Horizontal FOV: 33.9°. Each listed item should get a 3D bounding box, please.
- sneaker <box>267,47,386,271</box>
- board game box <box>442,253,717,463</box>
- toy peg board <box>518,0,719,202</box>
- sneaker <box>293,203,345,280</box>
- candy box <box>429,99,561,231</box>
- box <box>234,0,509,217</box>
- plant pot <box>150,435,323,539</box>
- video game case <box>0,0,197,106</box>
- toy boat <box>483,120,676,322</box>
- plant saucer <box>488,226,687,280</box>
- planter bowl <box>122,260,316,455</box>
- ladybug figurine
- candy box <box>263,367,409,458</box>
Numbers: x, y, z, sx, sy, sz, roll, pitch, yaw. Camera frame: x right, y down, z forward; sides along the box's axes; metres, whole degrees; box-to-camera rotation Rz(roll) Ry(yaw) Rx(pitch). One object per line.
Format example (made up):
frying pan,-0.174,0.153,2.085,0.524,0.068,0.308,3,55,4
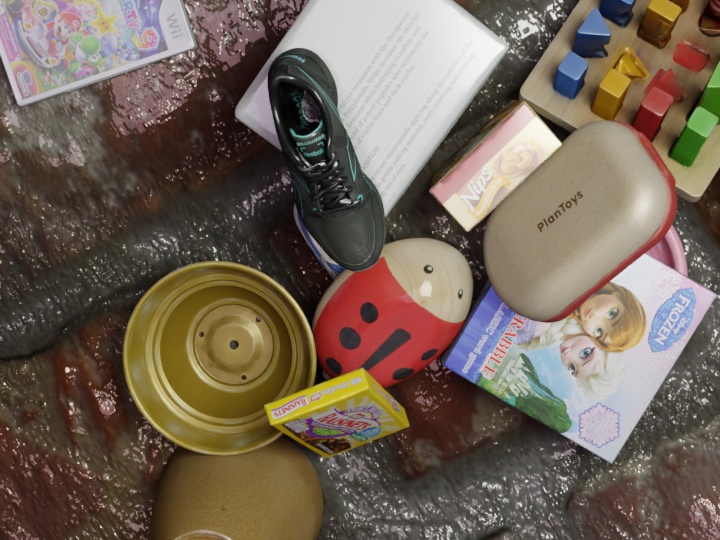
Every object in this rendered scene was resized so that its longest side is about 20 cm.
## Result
sneaker,-0.036,-0.088,1.008,0.075,0.079,0.201,-20,101,10
board game box,0.215,0.056,1.178,0.199,0.041,0.201,29,99,-1
toy peg board,0.286,-0.207,1.106,0.199,0.098,0.200,32,78,11
sneaker,0.000,0.000,1.217,0.076,0.077,0.200,-43,97,7
candy box,0.125,-0.105,1.130,0.115,0.200,0.055,-44,94,10
box,0.014,-0.183,1.126,0.171,0.200,0.199,36,101,-3
plant pot,-0.141,0.273,1.207,0.185,0.200,0.188,1,99,5
video game case,-0.285,-0.269,1.225,0.199,0.018,0.144,-17,97,6
toy boat,0.212,-0.036,1.090,0.200,0.130,0.131,-43,54,28
plant saucer,0.231,0.007,1.216,0.199,0.051,0.202,0,99,3
planter bowl,-0.139,0.084,1.234,0.199,0.083,0.202,1,99,6
ladybug figurine,0.029,0.054,1.170,0.135,0.072,0.200,32,121,-19
candy box,-0.018,0.146,1.185,0.102,0.200,0.027,-24,68,6
